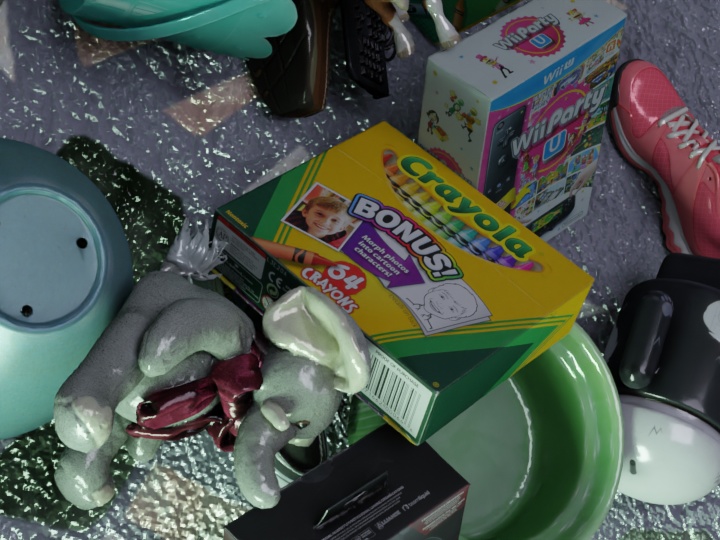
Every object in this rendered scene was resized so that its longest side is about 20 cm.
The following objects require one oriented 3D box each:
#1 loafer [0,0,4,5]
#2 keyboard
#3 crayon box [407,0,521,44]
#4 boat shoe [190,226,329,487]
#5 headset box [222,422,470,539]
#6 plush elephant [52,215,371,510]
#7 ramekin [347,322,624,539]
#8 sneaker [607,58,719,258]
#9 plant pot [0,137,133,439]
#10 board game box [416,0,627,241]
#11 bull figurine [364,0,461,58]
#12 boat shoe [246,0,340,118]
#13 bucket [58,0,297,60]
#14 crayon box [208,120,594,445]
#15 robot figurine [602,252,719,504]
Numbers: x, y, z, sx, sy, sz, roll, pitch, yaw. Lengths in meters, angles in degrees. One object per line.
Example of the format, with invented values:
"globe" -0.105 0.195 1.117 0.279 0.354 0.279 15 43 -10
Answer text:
"loafer" -0.247 -0.265 1.095 0.063 0.072 0.201 17 66 -8
"keyboard" 0.010 -0.233 1.211 0.104 0.039 0.201 18 66 -73
"crayon box" 0.121 -0.254 1.216 0.058 0.200 0.119 46 62 -15
"boat shoe" -0.071 0.062 1.132 0.068 0.057 0.201 -25 93 -31
"headset box" -0.013 0.201 1.059 0.149 0.200 0.077 -29 56 -31
"plush elephant" -0.084 0.076 1.003 0.154 0.165 0.200 26 58 3
"ramekin" 0.087 0.121 1.187 0.199 0.098 0.201 6 78 -29
"sneaker" 0.280 -0.091 1.342 0.074 0.087 0.201 -29 96 -31
"plant pot" -0.225 0.003 1.011 0.199 0.135 0.201 6 78 -28
"board game box" 0.112 -0.094 1.188 0.147 0.200 0.064 -33 56 -30
"bull figurine" 0.018 -0.215 1.111 0.122 0.065 0.200 60 19 -26
"boat shoe" -0.042 -0.214 1.191 0.074 0.076 0.201 -1 84 -43
"bucket" -0.119 -0.245 1.081 0.134 0.207 0.208 8 77 -24
"crayon box" 0.026 0.000 1.084 0.200 0.058 0.172 39 47 22
"robot figurine" 0.248 0.086 1.272 0.150 0.125 0.201 30 67 -16
